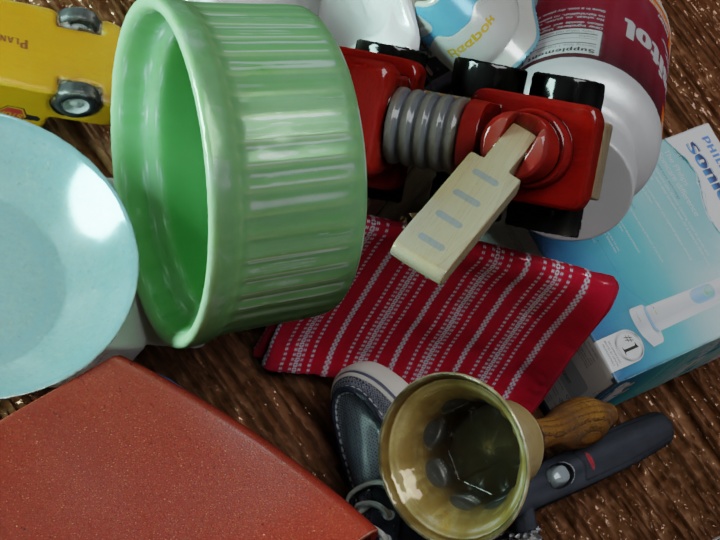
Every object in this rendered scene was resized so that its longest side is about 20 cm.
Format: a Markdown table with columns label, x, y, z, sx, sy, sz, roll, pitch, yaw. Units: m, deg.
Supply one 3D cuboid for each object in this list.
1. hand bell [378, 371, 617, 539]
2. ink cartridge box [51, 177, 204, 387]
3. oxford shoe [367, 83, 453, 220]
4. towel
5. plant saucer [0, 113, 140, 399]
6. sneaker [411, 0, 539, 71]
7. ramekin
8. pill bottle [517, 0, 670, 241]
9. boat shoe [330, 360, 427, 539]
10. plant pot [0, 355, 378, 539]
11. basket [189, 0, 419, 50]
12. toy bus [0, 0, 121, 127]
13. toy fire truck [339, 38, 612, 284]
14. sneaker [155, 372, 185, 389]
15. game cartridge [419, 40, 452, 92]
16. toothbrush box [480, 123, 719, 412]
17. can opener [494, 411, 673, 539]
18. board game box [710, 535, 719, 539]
| label | x | y | z | sx | sy | sz | roll | pitch | yaw |
| --- | --- | --- | --- | --- | --- | --- | --- | --- | --- |
| hand bell | 0.107 | 0.102 | 1.465 | 0.200 | 0.104 | 0.105 | -10 | 69 | -57 |
| ink cartridge box | -0.201 | 0.007 | 1.412 | 0.199 | 0.067 | 0.117 | 2 | 64 | -27 |
| oxford shoe | 0.054 | -0.064 | 1.554 | 0.075 | 0.070 | 0.200 | 54 | 45 | -10 |
| towel | 0.049 | 0.033 | 1.492 | 0.199 | 0.145 | 0.023 | 13 | 43 | -23 |
| plant saucer | -0.226 | -0.003 | 1.324 | 0.200 | 0.039 | 0.202 | 9 | 52 | -12 |
| sneaker | 0.067 | -0.192 | 1.572 | 0.081 | 0.076 | 0.200 | 44 | 13 | -21 |
| ramekin | -0.070 | -0.059 | 1.343 | 0.097 | 0.200 | 0.201 | -6 | 68 | -20 |
| pill bottle | 0.144 | -0.109 | 1.547 | 0.113 | 0.113 | 0.200 | 31 | 35 | -12 |
| boat shoe | 0.017 | 0.156 | 1.450 | 0.092 | 0.075 | 0.201 | -20 | 77 | -43 |
| plant pot | -0.142 | 0.169 | 1.293 | 0.200 | 0.200 | 0.176 | -30 | 71 | -37 |
| basket | -0.057 | -0.191 | 1.548 | 0.135 | 0.123 | 0.201 | -11 | 69 | -16 |
| toy bus | -0.248 | -0.129 | 1.449 | 0.199 | 0.078 | 0.065 | 10 | 60 | -25 |
| toy fire truck | 0.041 | -0.064 | 1.362 | 0.175 | 0.200 | 0.129 | 12 | 93 | 15 |
| sneaker | -0.068 | 0.134 | 1.406 | 0.200 | 0.090 | 0.078 | 48 | 52 | 2 |
| game cartridge | 0.049 | -0.199 | 1.684 | 0.129 | 0.038 | 0.200 | -31 | 83 | -41 |
| toothbrush box | 0.190 | 0.001 | 1.623 | 0.199 | 0.085 | 0.147 | -22 | 75 | -35 |
| can opener | 0.132 | 0.130 | 1.537 | 0.199 | 0.063 | 0.079 | -15 | 87 | -35 |
| board game box | 0.268 | 0.247 | 1.532 | 0.199 | 0.097 | 0.160 | -19 | 75 | -35 |
